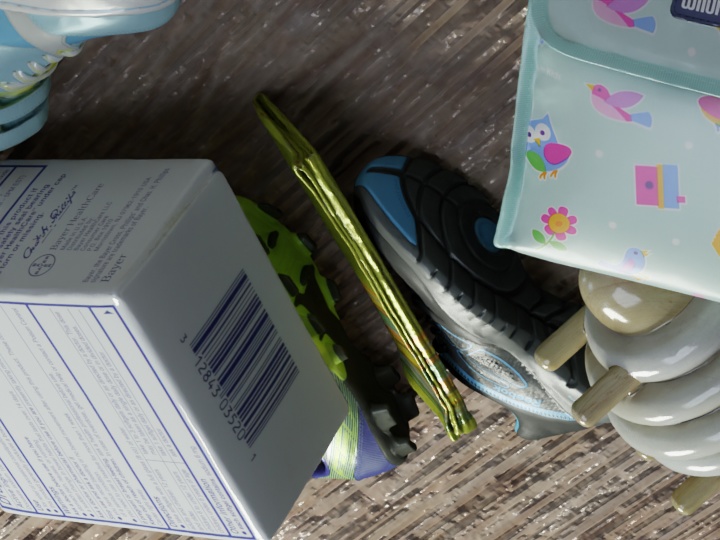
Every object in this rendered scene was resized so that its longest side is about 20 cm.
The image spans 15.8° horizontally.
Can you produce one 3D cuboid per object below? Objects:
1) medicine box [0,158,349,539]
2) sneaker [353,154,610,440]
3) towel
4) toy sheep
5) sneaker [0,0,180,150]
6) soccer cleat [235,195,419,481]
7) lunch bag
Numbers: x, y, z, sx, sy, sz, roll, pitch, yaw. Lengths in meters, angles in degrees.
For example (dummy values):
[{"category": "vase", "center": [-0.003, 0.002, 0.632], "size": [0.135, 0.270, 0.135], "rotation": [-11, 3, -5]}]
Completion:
[{"category": "medicine box", "center": [-0.138, 0.040, 1.367], "size": [0.199, 0.103, 0.183], "rotation": [3, 135, 37]}, {"category": "sneaker", "center": [0.058, 0.023, 1.366], "size": [0.200, 0.073, 0.082], "rotation": [45, 135, -20]}, {"category": "towel", "center": [0.000, 0.000, 1.366], "size": [0.018, 0.086, 0.200], "rotation": [-34, 123, -6]}, {"category": "toy sheep", "center": [0.177, 0.044, 1.305], "size": [0.137, 0.138, 0.200], "rotation": [-19, 138, 33]}, {"category": "sneaker", "center": [-0.164, -0.115, 1.314], "size": [0.199, 0.080, 0.131], "rotation": [7, 133, 27]}, {"category": "soccer cleat", "center": [-0.041, 0.045, 1.425], "size": [0.083, 0.065, 0.200], "rotation": [-19, 126, 21]}, {"category": "lunch bag", "center": [0.160, -0.095, 1.186], "size": [0.169, 0.122, 0.201], "rotation": [15, 122, 12]}]
